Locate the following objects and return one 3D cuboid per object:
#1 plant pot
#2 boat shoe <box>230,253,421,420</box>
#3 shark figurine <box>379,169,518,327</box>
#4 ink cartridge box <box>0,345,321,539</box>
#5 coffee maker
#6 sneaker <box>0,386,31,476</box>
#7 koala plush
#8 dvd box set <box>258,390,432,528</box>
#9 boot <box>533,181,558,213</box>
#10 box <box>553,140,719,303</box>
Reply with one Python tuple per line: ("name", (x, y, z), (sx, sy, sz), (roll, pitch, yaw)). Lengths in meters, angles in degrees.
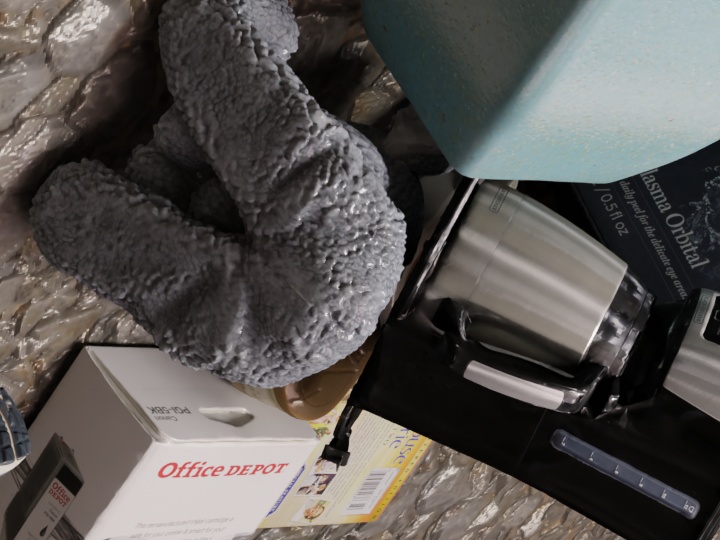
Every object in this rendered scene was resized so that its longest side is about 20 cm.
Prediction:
("plant pot", (0.112, -0.151, 1.282), (0.196, 0.196, 0.200), (0, 136, -40))
("boat shoe", (0.000, 0.000, 1.489), (0.200, 0.065, 0.072), (-51, 132, -22))
("shark figurine", (0.059, -0.035, 1.421), (0.128, 0.089, 0.215), (38, 87, -26))
("ink cartridge box", (-0.139, 0.142, 1.490), (0.147, 0.083, 0.200), (5, 127, -52))
("coffee maker", (0.108, 0.060, 1.344), (0.135, 0.200, 0.192), (-60, 177, -32))
("sneaker", (-0.263, 0.090, 1.308), (0.200, 0.078, 0.086), (1, 142, -41))
("koala plush", (-0.029, -0.028, 1.331), (0.178, 0.184, 0.200), (-52, 161, 17))
("dvd box set", (-0.024, 0.101, 1.621), (0.200, 0.029, 0.147), (2, 128, -50))
("boot", (0.155, -0.063, 1.576), (0.166, 0.072, 0.200), (-34, 148, -11))
("box", (0.237, -0.003, 1.496), (0.199, 0.197, 0.118), (-18, 137, -6))
